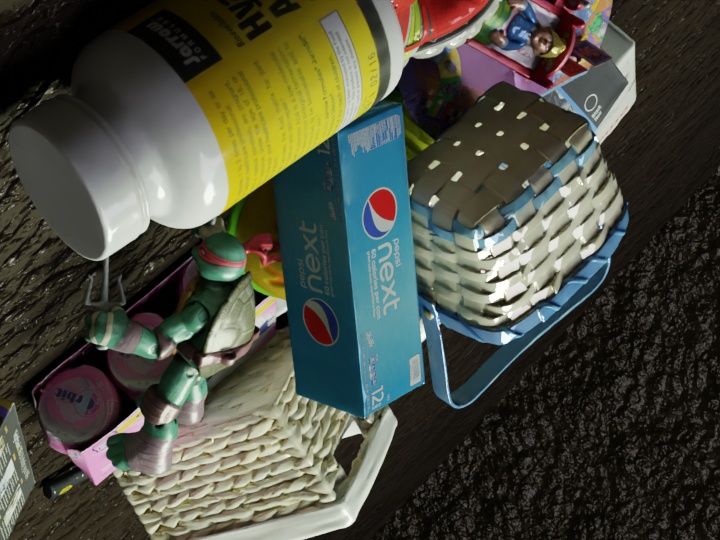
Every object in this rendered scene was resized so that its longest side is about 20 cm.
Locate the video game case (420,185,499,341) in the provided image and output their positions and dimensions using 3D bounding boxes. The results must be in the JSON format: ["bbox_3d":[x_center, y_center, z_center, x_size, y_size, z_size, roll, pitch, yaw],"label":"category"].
[{"bbox_3d":[0.066,-0.017,1.557,0.182,0.023,0.200,-45,-157,9],"label":"video game case"}]

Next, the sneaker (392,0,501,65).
[{"bbox_3d":[0.023,-0.170,1.050,0.200,0.077,0.085,-40,162,-17],"label":"sneaker"}]

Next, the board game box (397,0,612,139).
[{"bbox_3d":[0.114,-0.173,1.180,0.199,0.039,0.159,-29,130,-23],"label":"board game box"}]

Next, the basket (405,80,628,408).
[{"bbox_3d":[0.105,-0.019,1.187,0.176,0.139,0.201,-40,135,-24],"label":"basket"}]

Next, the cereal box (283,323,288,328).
[{"bbox_3d":[-0.113,0.142,1.608,0.200,0.039,0.144,-47,-168,16],"label":"cereal box"}]

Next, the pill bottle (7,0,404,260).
[{"bbox_3d":[-0.081,-0.092,0.889,0.200,0.111,0.112,-38,167,-27],"label":"pill bottle"}]

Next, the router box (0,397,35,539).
[{"bbox_3d":[-0.282,0.179,1.145,0.200,0.052,0.158,106,7,-66],"label":"router box"}]

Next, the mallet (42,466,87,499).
[{"bbox_3d":[-0.204,0.159,1.522,0.199,0.041,0.066,-29,165,-33],"label":"mallet"}]

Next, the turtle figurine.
[{"bbox_3d":[-0.118,0.032,1.131,0.149,0.100,0.202,-31,145,-51],"label":"turtle figurine"}]

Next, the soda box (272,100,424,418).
[{"bbox_3d":[-0.009,-0.011,1.115,0.064,0.067,0.202,-25,120,-41],"label":"soda box"}]

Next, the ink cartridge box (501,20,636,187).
[{"bbox_3d":[0.177,-0.150,1.546,0.146,0.084,0.200,-50,168,-1],"label":"ink cartridge box"}]

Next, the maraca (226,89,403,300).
[{"bbox_3d":[-0.029,-0.056,1.194,0.136,0.107,0.201,-14,137,-20],"label":"maraca"}]

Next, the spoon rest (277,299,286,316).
[{"bbox_3d":[-0.029,-0.013,1.431,0.200,0.061,0.099,-41,167,-13],"label":"spoon rest"}]

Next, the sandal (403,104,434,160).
[{"bbox_3d":[0.039,-0.105,1.313,0.200,0.080,0.087,-40,171,-10],"label":"sandal"}]

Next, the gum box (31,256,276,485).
[{"bbox_3d":[-0.158,0.072,1.288,0.200,0.066,0.114,-40,168,-15],"label":"gum box"}]

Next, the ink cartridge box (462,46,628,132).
[{"bbox_3d":[0.124,-0.154,1.263,0.100,0.039,0.200,-55,139,-1],"label":"ink cartridge box"}]

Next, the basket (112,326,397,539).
[{"bbox_3d":[-0.093,0.140,1.378,0.199,0.124,0.136,-20,-155,31],"label":"basket"}]
